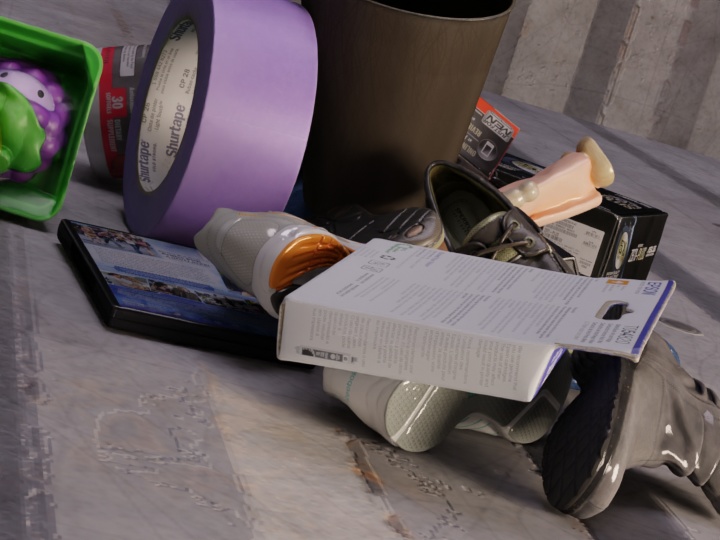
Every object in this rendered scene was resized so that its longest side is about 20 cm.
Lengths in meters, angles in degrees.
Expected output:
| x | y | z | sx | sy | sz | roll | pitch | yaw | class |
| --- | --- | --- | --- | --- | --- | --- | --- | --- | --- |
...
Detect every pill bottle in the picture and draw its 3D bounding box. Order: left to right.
| x | y | z | sx | sy | sz | roll | pitch | yaw | class |
| --- | --- | --- | --- | --- | --- | --- | --- | --- | --- |
| -0.130 | -0.138 | 1.573 | 0.198 | 0.112 | 0.111 | -4 | 11 | 1 | pill bottle |

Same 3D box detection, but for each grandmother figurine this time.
| x | y | z | sx | sy | sz | roll | pitch | yaw | class |
| --- | --- | --- | --- | --- | --- | --- | --- | --- | --- |
| 0.106 | -0.041 | 1.460 | 0.199 | 0.121 | 0.061 | -28 | 76 | -23 | grandmother figurine |

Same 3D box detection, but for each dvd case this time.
| x | y | z | sx | sy | sz | roll | pitch | yaw | class |
| --- | --- | --- | --- | --- | --- | --- | --- | --- | --- |
| -0.120 | 0.013 | 1.250 | 0.141 | 0.018 | 0.200 | 13 | 13 | -22 | dvd case |

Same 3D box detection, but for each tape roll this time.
| x | y | z | sx | sy | sz | roll | pitch | yaw | class |
| --- | --- | --- | --- | --- | --- | --- | --- | --- | --- |
| -0.109 | -0.115 | 1.412 | 0.084 | 0.202 | 0.200 | 13 | 12 | -22 | tape roll |

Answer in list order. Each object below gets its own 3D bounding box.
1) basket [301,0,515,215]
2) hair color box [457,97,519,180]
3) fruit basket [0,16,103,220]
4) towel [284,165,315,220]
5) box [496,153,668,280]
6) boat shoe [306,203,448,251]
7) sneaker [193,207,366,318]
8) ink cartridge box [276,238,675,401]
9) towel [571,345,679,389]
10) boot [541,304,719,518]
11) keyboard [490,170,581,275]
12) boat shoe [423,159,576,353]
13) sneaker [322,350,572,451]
| x | y | z | sx | sy | sz | roll | pitch | yaw | class |
| --- | --- | --- | --- | --- | --- | --- | --- | --- | --- |
| 0.022 | -0.139 | 1.450 | 0.179 | 0.202 | 0.136 | 27 | 35 | 28 | basket |
| 0.047 | -0.101 | 1.629 | 0.101 | 0.061 | 0.200 | 38 | -25 | -9 | hair color box |
| -0.296 | -0.115 | 1.319 | 0.214 | 0.157 | 0.216 | 16 | -7 | 2 | fruit basket |
| -0.032 | -0.052 | 1.565 | 0.111 | 0.049 | 0.200 | -11 | 27 | -31 | towel |
| 0.178 | -0.049 | 1.827 | 0.199 | 0.087 | 0.163 | 22 | 12 | 23 | box |
| 0.000 | 0.000 | 1.374 | 0.075 | 0.074 | 0.199 | -35 | 20 | -24 | boat shoe |
| -0.035 | -0.003 | 1.229 | 0.092 | 0.076 | 0.200 | 29 | -1 | 28 | sneaker |
| 0.074 | 0.029 | 1.081 | 0.198 | 0.041 | 0.200 | 8 | 13 | 15 | ink cartridge box |
| 0.159 | 0.044 | 1.410 | 0.111 | 0.049 | 0.200 | 12 | 11 | -15 | towel |
| 0.186 | 0.107 | 1.123 | 0.131 | 0.070 | 0.200 | 40 | 34 | -8 | boot |
| 0.143 | -0.031 | 1.635 | 0.020 | 0.128 | 0.200 | -26 | 25 | -12 | keyboard |
| 0.096 | -0.012 | 1.322 | 0.066 | 0.072 | 0.201 | 57 | -4 | -41 | boat shoe |
| 0.059 | 0.064 | 1.152 | 0.080 | 0.071 | 0.199 | 23 | 13 | 40 | sneaker |
